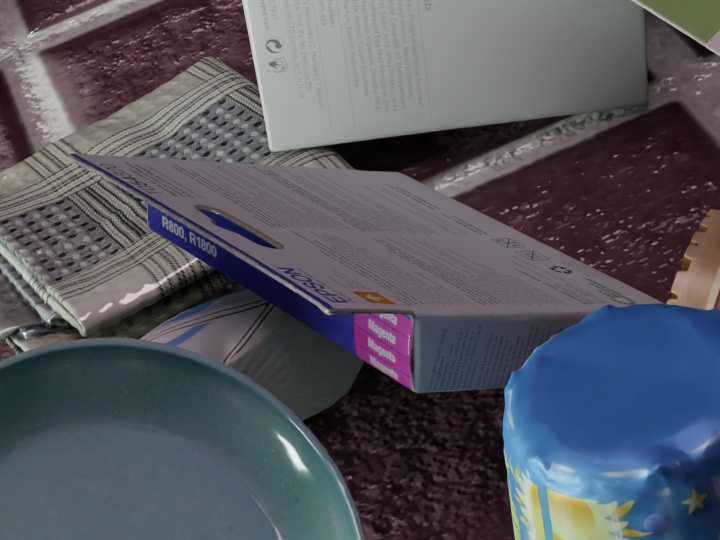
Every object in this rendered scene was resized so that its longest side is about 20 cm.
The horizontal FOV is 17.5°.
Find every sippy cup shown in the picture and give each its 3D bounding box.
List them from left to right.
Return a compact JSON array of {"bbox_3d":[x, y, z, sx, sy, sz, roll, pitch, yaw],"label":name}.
[{"bbox_3d":[0.112,0.088,0.865,0.139,0.131,0.178,-4,39,22],"label":"sippy cup"}]

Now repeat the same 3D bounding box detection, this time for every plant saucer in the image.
[{"bbox_3d":[-0.097,0.123,0.931,0.199,0.036,0.201,6,60,-10],"label":"plant saucer"}]

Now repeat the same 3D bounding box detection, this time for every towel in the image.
[{"bbox_3d":[-0.119,-0.035,1.213,0.200,0.035,0.193,-30,37,-14],"label":"towel"}]

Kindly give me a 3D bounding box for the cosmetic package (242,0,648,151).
[{"bbox_3d":[0.040,-0.174,1.228,0.199,0.123,0.200,-8,37,3],"label":"cosmetic package"}]

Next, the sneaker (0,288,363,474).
[{"bbox_3d":[-0.088,0.060,1.033,0.199,0.072,0.072,-23,18,-31],"label":"sneaker"}]

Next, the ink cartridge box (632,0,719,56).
[{"bbox_3d":[0.211,-0.082,1.010,0.200,0.048,0.146,32,39,14],"label":"ink cartridge box"}]

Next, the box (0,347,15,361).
[{"bbox_3d":[-0.223,0.080,0.966,0.095,0.100,0.200,-6,-6,17],"label":"box"}]

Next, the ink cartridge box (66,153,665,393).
[{"bbox_3d":[0.000,0.000,1.020,0.199,0.043,0.196,0,20,-40],"label":"ink cartridge box"}]

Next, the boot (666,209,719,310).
[{"bbox_3d":[0.205,-0.008,1.012,0.107,0.075,0.200,18,42,15],"label":"boot"}]
